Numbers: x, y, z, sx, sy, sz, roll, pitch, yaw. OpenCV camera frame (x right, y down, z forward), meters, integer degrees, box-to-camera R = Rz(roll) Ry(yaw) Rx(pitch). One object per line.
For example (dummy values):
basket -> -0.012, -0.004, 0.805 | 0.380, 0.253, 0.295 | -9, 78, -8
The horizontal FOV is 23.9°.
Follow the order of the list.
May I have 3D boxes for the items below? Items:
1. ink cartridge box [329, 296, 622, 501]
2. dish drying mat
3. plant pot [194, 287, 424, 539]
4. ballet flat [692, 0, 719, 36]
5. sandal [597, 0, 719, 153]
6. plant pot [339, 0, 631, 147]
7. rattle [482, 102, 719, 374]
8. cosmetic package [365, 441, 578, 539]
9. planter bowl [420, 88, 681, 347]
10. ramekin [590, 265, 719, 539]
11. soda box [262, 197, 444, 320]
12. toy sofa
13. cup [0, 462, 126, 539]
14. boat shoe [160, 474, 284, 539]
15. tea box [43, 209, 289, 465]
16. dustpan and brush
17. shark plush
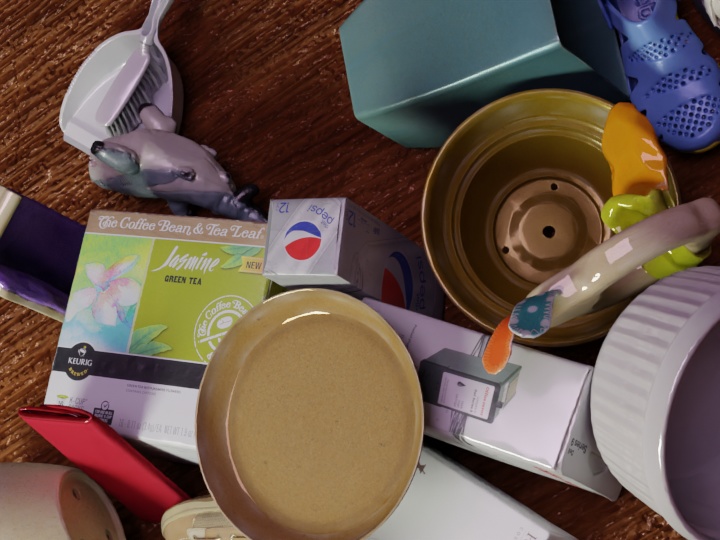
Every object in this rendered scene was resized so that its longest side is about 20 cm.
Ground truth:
ink cartridge box -> 0.101, 0.099, 1.306 | 0.200, 0.146, 0.084 | 17, 83, 30
dish drying mat -> -0.201, 0.162, 1.415 | 0.077, 0.200, 0.018 | 3, 59, 29
plant pot -> -0.035, 0.114, 1.277 | 0.200, 0.027, 0.200 | -5, 80, 30
ballet flat -> 0.315, -0.194, 1.326 | 0.073, 0.073, 0.200 | -38, 61, 13
sandal -> 0.232, -0.184, 1.353 | 0.079, 0.087, 0.200 | -28, 72, 16
plant pot -> 0.092, -0.188, 1.403 | 0.200, 0.141, 0.142 | -20, 67, 26
rattle -> 0.150, -0.029, 1.222 | 0.200, 0.130, 0.143 | -23, 91, -13
cosmetic package -> 0.059, 0.201, 1.341 | 0.200, 0.071, 0.102 | 30, 90, 30
planter bowl -> 0.149, -0.036, 1.341 | 0.200, 0.083, 0.201 | -1, 82, 6
ramekin -> 0.256, 0.090, 1.201 | 0.105, 0.200, 0.200 | 24, 87, 57
soda box -> 0.000, 0.000, 1.355 | 0.068, 0.200, 0.064 | 0, 75, 26
toy sofa -> -0.265, -0.005, 1.497 | 0.098, 0.200, 0.083 | 27, 88, 37
cup -> -0.283, 0.241, 1.436 | 0.143, 0.200, 0.201 | -27, 64, 14
boat shoe -> -0.105, 0.214, 1.384 | 0.200, 0.071, 0.065 | -31, 65, 55
tea box -> -0.138, 0.063, 1.447 | 0.200, 0.134, 0.197 | 4, 75, 28
dustpan and brush -> -0.206, -0.195, 1.601 | 0.139, 0.057, 0.200 | 29, 90, 31
shark plush -> -0.155, -0.079, 1.545 | 0.200, 0.083, 0.091 | 18, 39, 6
